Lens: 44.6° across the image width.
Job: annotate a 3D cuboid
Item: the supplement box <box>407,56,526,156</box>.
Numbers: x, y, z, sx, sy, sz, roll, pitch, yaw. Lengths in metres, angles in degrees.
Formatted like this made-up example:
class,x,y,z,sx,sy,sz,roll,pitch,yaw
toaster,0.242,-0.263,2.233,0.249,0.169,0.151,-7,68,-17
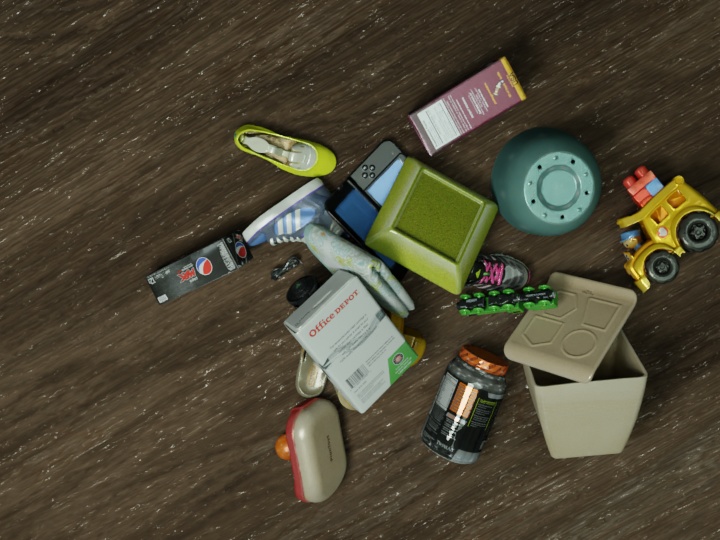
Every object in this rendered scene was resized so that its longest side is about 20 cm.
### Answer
class,x,y,z,sx,sy,sz,roll,pitch,yaw
supplement box,0.188,-0.295,1.586,0.198,0.110,0.086,-31,98,7

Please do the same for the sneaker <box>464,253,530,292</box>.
class,x,y,z,sx,sy,sz,roll,pitch,yaw
sneaker,0.223,0.002,1.646,0.197,0.087,0.075,13,100,-1

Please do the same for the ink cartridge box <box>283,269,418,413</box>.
class,x,y,z,sx,sy,sz,roll,pitch,yaw
ink cartridge box,-0.017,0.120,1.528,0.146,0.083,0.201,-42,112,-11

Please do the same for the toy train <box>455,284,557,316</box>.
class,x,y,z,sx,sy,sz,roll,pitch,yaw
toy train,0.274,0.060,1.639,0.197,0.056,0.042,-9,66,32

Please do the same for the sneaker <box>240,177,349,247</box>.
class,x,y,z,sx,sy,sz,roll,pitch,yaw
sneaker,-0.114,-0.062,1.648,0.199,0.081,0.147,-35,93,1

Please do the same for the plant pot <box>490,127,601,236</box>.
class,x,y,z,sx,sy,sz,roll,pitch,yaw
plant pot,0.343,-0.154,1.580,0.197,0.161,0.204,0,100,1

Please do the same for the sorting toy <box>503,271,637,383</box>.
class,x,y,z,sx,sy,sz,roll,pitch,yaw
sorting toy,0.381,0.103,1.594,0.201,0.183,0.037,-54,134,-22

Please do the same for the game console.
class,x,y,z,sx,sy,sz,roll,pitch,yaw
game console,0.060,-0.113,1.616,0.172,0.119,0.200,-44,96,8

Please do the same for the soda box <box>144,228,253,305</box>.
class,x,y,z,sx,sy,sz,roll,pitch,yaw
soda box,-0.301,-0.006,1.640,0.198,0.071,0.064,-22,99,26

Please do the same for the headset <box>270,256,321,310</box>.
class,x,y,z,sx,sy,sz,roll,pitch,yaw
headset,-0.101,0.061,1.632,0.093,0.124,0.202,-30,60,9

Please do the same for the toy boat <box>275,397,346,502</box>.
class,x,y,z,sx,sy,sz,roll,pitch,yaw
toy boat,-0.110,0.349,1.711,0.129,0.130,0.204,0,105,35

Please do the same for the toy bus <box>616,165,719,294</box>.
class,x,y,z,sx,sy,sz,roll,pitch,yaw
toy bus,0.538,-0.085,1.610,0.200,0.136,0.192,-44,83,11

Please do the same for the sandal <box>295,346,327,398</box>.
class,x,y,z,sx,sy,sz,roll,pitch,yaw
sandal,-0.086,0.151,1.695,0.079,0.054,0.204,9,93,-1

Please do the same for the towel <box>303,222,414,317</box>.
class,x,y,z,sx,sy,sz,roll,pitch,yaw
towel,0.000,0.000,1.576,0.170,0.200,0.048,27,77,36

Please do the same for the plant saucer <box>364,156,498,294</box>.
class,x,y,z,sx,sy,sz,roll,pitch,yaw
plant saucer,0.137,-0.091,1.587,0.198,0.048,0.202,28,70,-2

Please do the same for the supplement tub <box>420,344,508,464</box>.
class,x,y,z,sx,sy,sz,roll,pitch,yaw
supplement tub,0.202,0.253,1.672,0.121,0.123,0.203,21,100,-2

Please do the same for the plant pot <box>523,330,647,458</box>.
class,x,y,z,sx,sy,sz,roll,pitch,yaw
plant pot,0.409,0.233,1.636,0.196,0.200,0.180,-6,113,3

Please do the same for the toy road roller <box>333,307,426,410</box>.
class,x,y,z,sx,sy,sz,roll,pitch,yaw
toy road roller,0.038,0.164,1.665,0.144,0.123,0.203,13,99,-12

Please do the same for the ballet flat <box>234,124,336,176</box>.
class,x,y,z,sx,sy,sz,roll,pitch,yaw
ballet flat,-0.142,-0.220,1.630,0.197,0.067,0.068,18,99,-2
